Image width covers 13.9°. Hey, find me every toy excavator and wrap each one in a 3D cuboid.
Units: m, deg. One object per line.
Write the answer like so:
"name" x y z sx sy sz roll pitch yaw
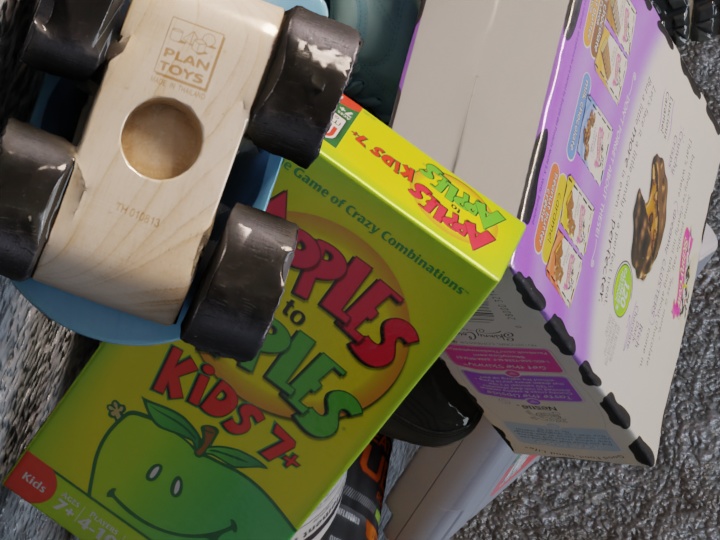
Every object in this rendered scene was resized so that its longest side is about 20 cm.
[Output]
"toy excavator" -0.063 -0.070 0.992 0.200 0.100 0.195 171 -62 -81

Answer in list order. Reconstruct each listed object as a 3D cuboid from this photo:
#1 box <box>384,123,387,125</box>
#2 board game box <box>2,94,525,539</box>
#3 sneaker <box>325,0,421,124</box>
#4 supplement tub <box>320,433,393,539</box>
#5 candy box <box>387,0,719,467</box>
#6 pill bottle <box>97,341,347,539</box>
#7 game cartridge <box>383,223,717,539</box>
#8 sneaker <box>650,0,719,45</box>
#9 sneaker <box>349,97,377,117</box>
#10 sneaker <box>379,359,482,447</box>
"box" 0.043 -0.013 1.437 0.117 0.060 0.200 68 19 2
"board game box" -0.039 0.032 1.093 0.200 0.102 0.048 -52 -177 31
"sneaker" 0.005 -0.099 1.287 0.074 0.082 0.200 -111 -177 -59
"supplement tub" -0.035 0.073 1.425 0.107 0.107 0.200 95 5 -66
"candy box" 0.082 -0.033 1.250 0.200 0.071 0.168 51 48 -54
"pill bottle" -0.057 0.062 1.244 0.200 0.111 0.111 101 10 -54
"game cartridge" 0.096 0.047 1.433 0.200 0.041 0.133 -38 161 -43
"sneaker" 0.115 -0.146 1.410 0.086 0.200 0.078 -104 170 -54
"sneaker" 0.000 -0.118 1.407 0.200 0.070 0.080 67 40 -80
"sneaker" 0.000 0.000 1.271 0.075 0.200 0.079 -42 -155 -20
